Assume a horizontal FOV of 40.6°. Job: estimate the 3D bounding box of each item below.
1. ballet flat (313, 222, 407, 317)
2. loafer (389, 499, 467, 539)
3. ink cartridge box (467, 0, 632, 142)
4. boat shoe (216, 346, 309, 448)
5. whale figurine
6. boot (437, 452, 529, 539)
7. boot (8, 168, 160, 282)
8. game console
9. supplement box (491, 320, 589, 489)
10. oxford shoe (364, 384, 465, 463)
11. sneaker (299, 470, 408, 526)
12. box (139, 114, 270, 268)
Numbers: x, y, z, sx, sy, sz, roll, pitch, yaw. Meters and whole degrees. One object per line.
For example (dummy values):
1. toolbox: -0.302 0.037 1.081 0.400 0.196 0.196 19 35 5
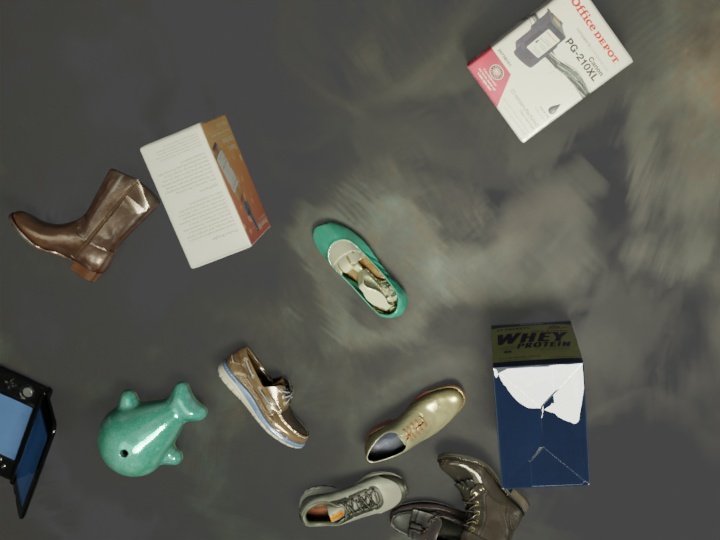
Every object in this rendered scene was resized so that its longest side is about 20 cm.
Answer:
1. ballet flat: 0.000 0.000 1.575 0.200 0.070 0.067 45 105 -5
2. loafer: 0.147 0.444 1.675 0.199 0.063 0.072 8 106 5
3. ink cartridge box: 0.280 -0.311 1.453 0.200 0.084 0.145 -36 98 14
4. boat shoe: -0.152 0.214 1.648 0.072 0.072 0.200 -43 96 13
5. whale figurine: -0.362 0.274 1.671 0.200 0.104 0.159 -32 98 13
6. boot: 0.185 0.415 1.607 0.200 0.174 0.069 35 147 -5
7. boot: -0.452 -0.104 1.604 0.186 0.064 0.200 35 109 -16
8. game console: -0.616 0.297 1.702 0.175 0.116 0.201 24 105 0
9. supplement box: 0.278 0.205 1.527 0.134 0.200 0.201 -4 104 8
10. oxford shoe: 0.092 0.264 1.630 0.200 0.074 0.071 -38 97 14
11. sneaker: -0.012 0.403 1.677 0.199 0.079 0.074 -16 100 9
12. box: -0.238 -0.128 1.528 0.106 0.152 0.201 -20 102 11
